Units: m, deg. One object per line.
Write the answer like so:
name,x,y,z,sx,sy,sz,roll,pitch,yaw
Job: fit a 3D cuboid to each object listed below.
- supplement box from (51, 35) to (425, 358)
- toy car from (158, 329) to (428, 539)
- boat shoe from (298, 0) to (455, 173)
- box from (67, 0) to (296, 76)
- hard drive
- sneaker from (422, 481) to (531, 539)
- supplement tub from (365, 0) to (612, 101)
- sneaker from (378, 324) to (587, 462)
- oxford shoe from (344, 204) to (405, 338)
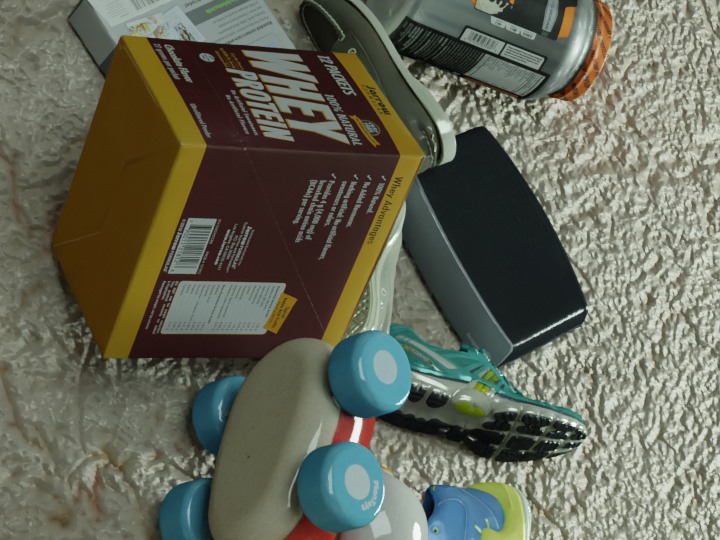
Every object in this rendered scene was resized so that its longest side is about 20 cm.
supplement box,-0.094,-0.051,1.488,0.199,0.198,0.133,1,39,-32
toy car,-0.009,0.167,1.489,0.200,0.184,0.178,38,51,-32
boat shoe,0.002,-0.161,1.690,0.060,0.072,0.202,-27,65,-21
box,-0.122,-0.160,1.645,0.156,0.041,0.200,-32,85,-37
hard drive,0.109,-0.024,1.719,0.135,0.042,0.201,-24,81,-37
sneaker,0.074,0.253,1.557,0.105,0.076,0.201,14,53,-11
supplement tub,0.115,-0.225,1.769,0.199,0.122,0.123,18,60,-24
sneaker,0.100,0.098,1.640,0.199,0.078,0.080,22,49,-21
oxford shoe,0.000,0.000,1.636,0.058,0.075,0.201,62,27,-45
